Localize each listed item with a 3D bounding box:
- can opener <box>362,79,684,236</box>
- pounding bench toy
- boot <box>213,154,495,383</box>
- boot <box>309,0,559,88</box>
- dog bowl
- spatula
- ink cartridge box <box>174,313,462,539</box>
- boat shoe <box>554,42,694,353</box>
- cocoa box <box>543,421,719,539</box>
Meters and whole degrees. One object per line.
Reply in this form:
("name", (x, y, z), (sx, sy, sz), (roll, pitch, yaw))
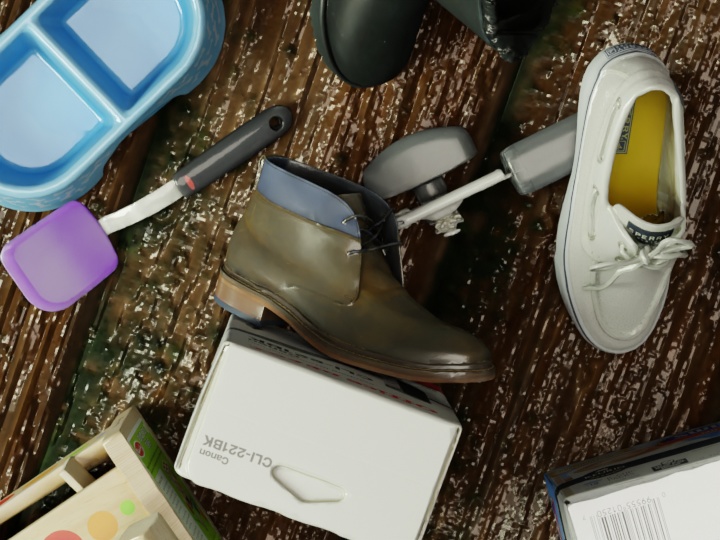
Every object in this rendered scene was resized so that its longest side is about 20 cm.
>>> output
("can opener", (0.101, -0.076, 1.486), (0.200, 0.053, 0.066), (-22, 93, 0))
("pounding bench toy", (-0.170, 0.185, 1.424), (0.156, 0.200, 0.124), (-33, 94, 0))
("boot", (0.000, 0.000, 1.437), (0.200, 0.075, 0.097), (20, 105, 31))
("boot", (0.048, -0.169, 1.399), (0.073, 0.162, 0.198), (-12, 125, -33))
("dog bowl", (-0.172, -0.122, 1.478), (0.200, 0.050, 0.111), (-44, 94, 1))
("spatula", (-0.127, -0.044, 1.496), (0.200, 0.021, 0.057), (-32, 110, -1))
("ink cartridge box", (-0.025, 0.093, 1.421), (0.144, 0.200, 0.084), (20, 94, -3))
("boat shoe", (0.167, -0.029, 1.444), (0.075, 0.086, 0.202), (-3, 117, -14))
("cocoa box", (0.226, 0.165, 1.465), (0.200, 0.131, 0.133), (-16, 94, 0))
